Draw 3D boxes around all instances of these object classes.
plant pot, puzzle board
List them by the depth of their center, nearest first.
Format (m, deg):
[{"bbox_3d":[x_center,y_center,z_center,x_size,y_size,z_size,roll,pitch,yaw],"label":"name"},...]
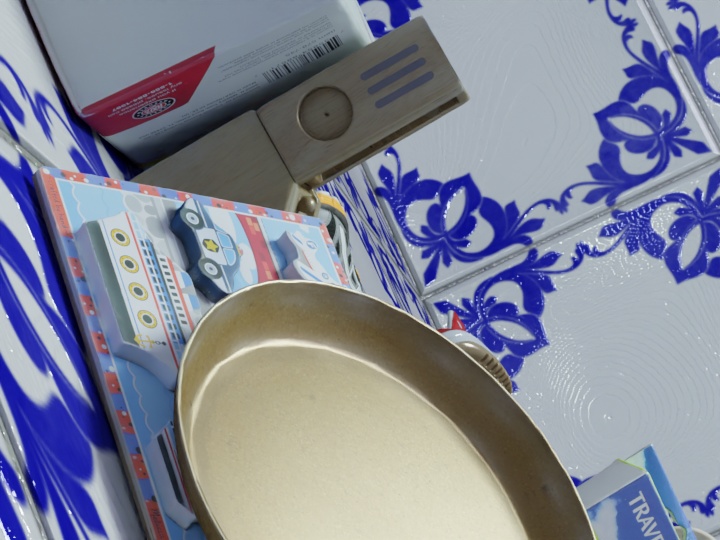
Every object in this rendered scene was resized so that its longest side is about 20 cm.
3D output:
[{"bbox_3d":[0.009,0.090,0.833,0.200,0.027,0.200,28,36,-22],"label":"plant pot"},{"bbox_3d":[-0.042,0.044,0.869,0.151,0.017,0.200,11,44,-40],"label":"puzzle board"}]

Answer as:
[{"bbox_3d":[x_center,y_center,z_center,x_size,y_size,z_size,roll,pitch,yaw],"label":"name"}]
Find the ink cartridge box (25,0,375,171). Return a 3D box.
[{"bbox_3d":[-0.085,-0.149,1.144,0.200,0.145,0.145,50,15,-77],"label":"ink cartridge box"}]

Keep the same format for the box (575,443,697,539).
[{"bbox_3d":[0.120,0.201,1.258,0.122,0.200,0.048,64,-14,-12],"label":"box"}]

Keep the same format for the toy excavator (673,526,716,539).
[{"bbox_3d":[0.163,0.279,1.329,0.100,0.200,0.195,55,11,-70],"label":"toy excavator"}]

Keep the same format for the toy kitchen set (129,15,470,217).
[{"bbox_3d":[0.000,0.000,1.080,0.200,0.180,0.163,61,5,7],"label":"toy kitchen set"}]

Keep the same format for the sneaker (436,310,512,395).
[{"bbox_3d":[0.042,0.060,1.274,0.113,0.071,0.200,62,-4,30],"label":"sneaker"}]

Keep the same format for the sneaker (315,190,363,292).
[{"bbox_3d":[-0.032,0.014,1.362,0.200,0.078,0.077,55,20,-62],"label":"sneaker"}]
